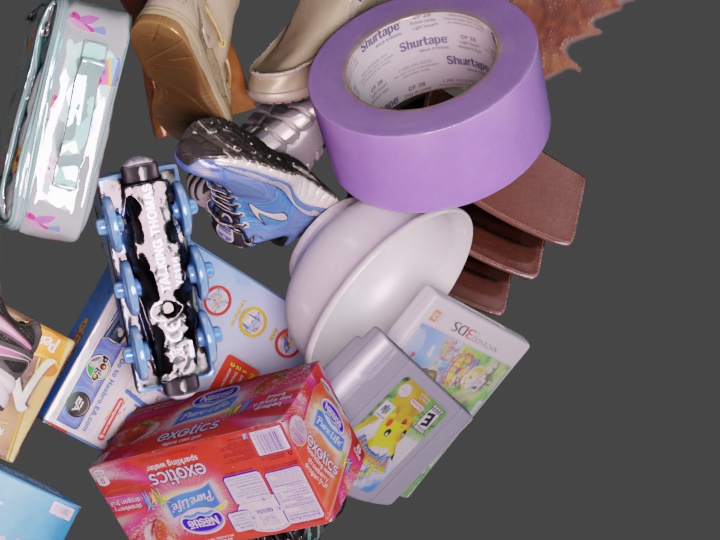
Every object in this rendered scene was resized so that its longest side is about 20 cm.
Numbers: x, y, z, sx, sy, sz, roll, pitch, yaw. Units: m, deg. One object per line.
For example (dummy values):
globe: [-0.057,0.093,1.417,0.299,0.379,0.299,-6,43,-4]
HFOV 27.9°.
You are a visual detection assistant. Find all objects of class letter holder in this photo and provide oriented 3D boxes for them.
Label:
letter holder: [0.100,-0.058,1.379,0.199,0.100,0.143,28,63,-26]

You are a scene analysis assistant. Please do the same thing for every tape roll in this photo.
tape roll: [0.059,-0.147,1.239,0.199,0.200,0.085,-36,134,-19]

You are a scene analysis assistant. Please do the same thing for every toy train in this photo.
toy train: [-0.169,0.004,1.202,0.086,0.114,0.202,-13,100,-14]

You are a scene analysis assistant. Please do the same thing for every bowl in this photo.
bowl: [0.000,0.000,1.285,0.201,0.090,0.202,-39,156,-21]

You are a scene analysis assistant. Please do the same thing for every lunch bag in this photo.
lunch bag: [-0.247,-0.127,1.183,0.076,0.160,0.202,11,92,-18]

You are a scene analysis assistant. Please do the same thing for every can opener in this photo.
can opener: [-0.025,0.064,1.379,0.066,0.053,0.202,-10,99,-29]

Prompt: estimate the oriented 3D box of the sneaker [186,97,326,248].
sneaker: [-0.059,-0.097,1.342,0.200,0.075,0.116,-40,120,-12]

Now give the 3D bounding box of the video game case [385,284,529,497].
video game case: [0.053,0.120,1.368,0.201,0.022,0.182,-52,142,9]

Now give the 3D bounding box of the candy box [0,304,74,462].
candy box: [-0.354,0.064,1.211,0.199,0.055,0.116,31,81,-26]

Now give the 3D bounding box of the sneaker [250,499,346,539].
sneaker: [-0.081,0.229,1.300,0.200,0.078,0.076,-37,132,-59]

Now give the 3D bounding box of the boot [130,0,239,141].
boot: [-0.128,-0.206,1.224,0.072,0.200,0.157,11,65,14]

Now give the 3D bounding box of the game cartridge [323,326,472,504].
game cartridge: [0.015,0.140,1.306,0.133,0.041,0.200,-43,142,3]

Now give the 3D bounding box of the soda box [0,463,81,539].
soda box: [-0.342,0.182,1.223,0.199,0.068,0.065,32,81,-26]

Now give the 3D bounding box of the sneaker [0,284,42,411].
sneaker: [-0.335,0.016,1.155,0.200,0.080,0.087,52,58,-28]

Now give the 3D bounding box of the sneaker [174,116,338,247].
sneaker: [-0.095,-0.061,1.221,0.089,0.078,0.200,-52,149,6]

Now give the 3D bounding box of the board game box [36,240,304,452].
board game box: [-0.163,0.085,1.310,0.195,0.056,0.201,33,81,-26]

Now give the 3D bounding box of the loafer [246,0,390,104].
loafer: [-0.036,-0.221,1.320,0.200,0.075,0.069,-44,129,-32]

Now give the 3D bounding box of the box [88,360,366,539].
box: [-0.109,0.159,1.199,0.100,0.198,0.096,64,29,-18]

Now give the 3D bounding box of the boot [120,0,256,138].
boot: [-0.125,-0.237,1.290,0.187,0.068,0.202,-27,111,-29]
